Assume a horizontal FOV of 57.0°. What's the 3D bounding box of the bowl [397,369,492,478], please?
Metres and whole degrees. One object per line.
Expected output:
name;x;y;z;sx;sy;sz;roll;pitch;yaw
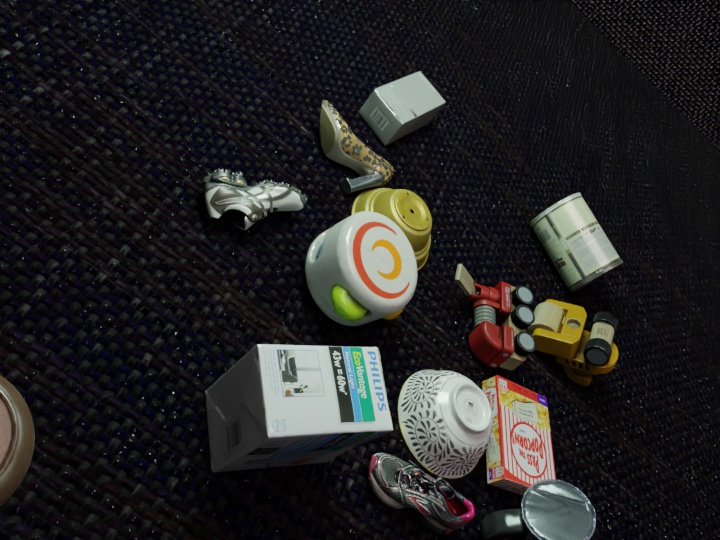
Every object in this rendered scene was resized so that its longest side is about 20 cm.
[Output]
bowl;0.172;0.258;1.189;0.198;0.094;0.204;19;52;-26

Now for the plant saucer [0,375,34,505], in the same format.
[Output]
plant saucer;-0.480;0.195;0.764;0.198;0.034;0.204;20;52;-28

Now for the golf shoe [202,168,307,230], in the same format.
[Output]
golf shoe;-0.186;-0.113;1.173;0.197;0.077;0.097;7;76;-33

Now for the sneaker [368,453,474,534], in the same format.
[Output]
sneaker;0.099;0.355;1.084;0.198;0.075;0.081;33;47;-16

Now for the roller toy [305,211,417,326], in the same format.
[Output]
roller toy;0.000;0.000;1.187;0.197;0.139;0.186;-4;76;-41

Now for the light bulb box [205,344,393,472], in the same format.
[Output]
light bulb box;-0.092;0.198;0.948;0.197;0.198;0.127;6;61;-33

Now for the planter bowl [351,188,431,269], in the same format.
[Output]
planter bowl;0.086;-0.102;1.358;0.198;0.083;0.204;20;53;-28

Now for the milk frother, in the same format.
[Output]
milk frother;0.291;0.480;1.050;0.177;0.191;0.201;-13;42;-14

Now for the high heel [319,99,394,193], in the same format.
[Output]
high heel;-0.008;-0.267;1.394;0.141;0.071;0.204;-20;90;-39

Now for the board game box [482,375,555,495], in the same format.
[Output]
board game box;0.305;0.324;1.278;0.150;0.046;0.203;25;50;-29

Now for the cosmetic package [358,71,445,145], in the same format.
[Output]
cosmetic package;0.099;-0.380;1.545;0.107;0.090;0.199;49;48;3

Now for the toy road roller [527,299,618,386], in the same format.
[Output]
toy road roller;0.472;0.169;1.484;0.197;0.148;0.123;17;42;20

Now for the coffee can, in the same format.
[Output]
coffee can;0.532;-0.067;1.639;0.145;0.146;0.202;-17;74;-43

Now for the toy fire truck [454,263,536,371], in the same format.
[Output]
toy fire truck;0.257;0.087;1.358;0.197;0.129;0.179;19;52;-12
